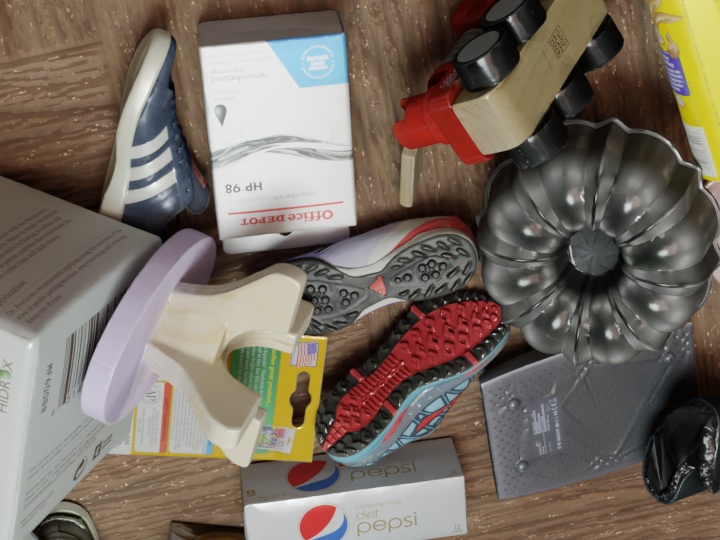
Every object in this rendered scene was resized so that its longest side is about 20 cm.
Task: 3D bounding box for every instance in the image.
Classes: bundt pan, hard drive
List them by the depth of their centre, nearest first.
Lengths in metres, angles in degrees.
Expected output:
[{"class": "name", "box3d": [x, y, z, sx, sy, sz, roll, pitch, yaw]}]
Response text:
[{"class": "bundt pan", "box3d": [0.180, -0.012, 1.167, 0.199, 0.076, 0.204, 7, 114, 15]}, {"class": "hard drive", "box3d": [0.202, 0.118, 1.332, 0.198, 0.042, 0.136, -16, 117, -8]}]

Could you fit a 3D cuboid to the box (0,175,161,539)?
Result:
[{"class": "box", "box3d": [-0.278, 0.065, 1.132, 0.170, 0.199, 0.202, 21, 118, 11]}]

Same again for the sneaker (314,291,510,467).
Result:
[{"class": "sneaker", "box3d": [0.048, 0.097, 1.306, 0.199, 0.080, 0.096, -36, 152, -4]}]

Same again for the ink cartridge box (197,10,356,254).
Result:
[{"class": "ink cartridge box", "box3d": [-0.063, -0.096, 1.192, 0.114, 0.067, 0.202, -6, 116, -5]}]

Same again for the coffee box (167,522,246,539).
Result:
[{"class": "coffee box", "box3d": [-0.078, 0.299, 1.348, 0.197, 0.113, 0.081, 8, 114, -11]}]

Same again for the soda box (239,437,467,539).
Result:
[{"class": "soda box", "box3d": [-0.007, 0.205, 1.338, 0.197, 0.068, 0.064, -8, 116, -5]}]

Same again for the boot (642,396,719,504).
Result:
[{"class": "boot", "box3d": [0.348, 0.124, 1.304, 0.167, 0.077, 0.201, 3, 130, -45]}]

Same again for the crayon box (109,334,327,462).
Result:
[{"class": "crayon box", "box3d": [-0.134, 0.095, 1.279, 0.197, 0.052, 0.127, 4, 114, -9]}]

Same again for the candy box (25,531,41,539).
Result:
[{"class": "candy box", "box3d": [-0.371, 0.265, 1.286, 0.199, 0.061, 0.137, -29, 114, 26]}]

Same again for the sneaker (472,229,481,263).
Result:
[{"class": "sneaker", "box3d": [0.191, -0.014, 1.277, 0.198, 0.074, 0.088, 18, 78, -6]}]

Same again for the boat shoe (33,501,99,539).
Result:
[{"class": "boat shoe", "box3d": [-0.243, 0.307, 1.357, 0.071, 0.060, 0.203, -19, 116, 2]}]

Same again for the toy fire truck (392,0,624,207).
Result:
[{"class": "toy fire truck", "box3d": [0.090, -0.140, 1.166, 0.199, 0.177, 0.129, -10, 126, 45]}]

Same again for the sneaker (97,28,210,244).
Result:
[{"class": "sneaker", "box3d": [-0.154, -0.093, 1.181, 0.083, 0.075, 0.202, 11, 122, -11]}]

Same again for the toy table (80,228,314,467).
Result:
[{"class": "toy table", "box3d": [-0.116, 0.059, 1.140, 0.116, 0.201, 0.185, 22, 135, 6]}]

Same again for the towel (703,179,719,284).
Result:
[{"class": "towel", "box3d": [0.386, -0.053, 1.294, 0.200, 0.032, 0.191, -41, 113, 12]}]

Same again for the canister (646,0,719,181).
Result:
[{"class": "canister", "box3d": [0.270, -0.188, 1.153, 0.086, 0.149, 0.201, -15, 119, 17]}]

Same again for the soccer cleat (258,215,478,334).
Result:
[{"class": "soccer cleat", "box3d": [0.000, 0.000, 1.247, 0.198, 0.073, 0.069, -15, 113, 7]}]
